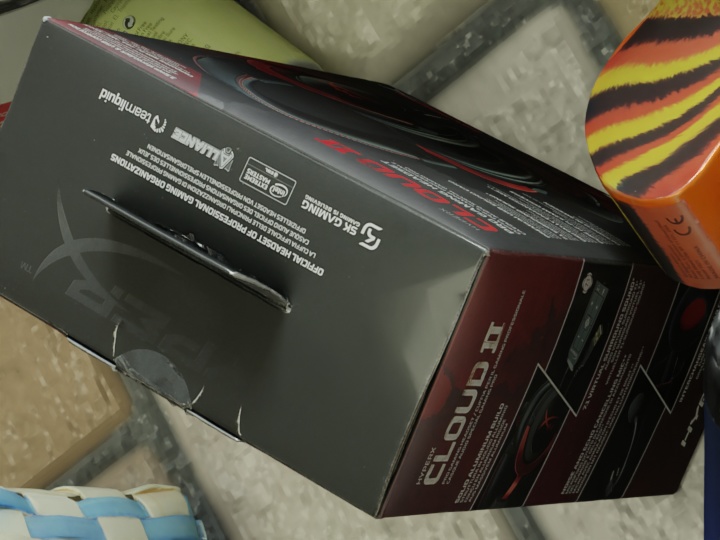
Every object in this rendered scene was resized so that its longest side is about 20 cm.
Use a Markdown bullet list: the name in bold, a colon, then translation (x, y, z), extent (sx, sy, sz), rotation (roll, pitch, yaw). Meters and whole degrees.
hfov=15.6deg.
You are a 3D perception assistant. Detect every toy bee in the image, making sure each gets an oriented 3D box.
- **toy bee**: translation (0.126, -0.082, 0.707), extent (0.109, 0.199, 0.132), rotation (29, 141, 55)

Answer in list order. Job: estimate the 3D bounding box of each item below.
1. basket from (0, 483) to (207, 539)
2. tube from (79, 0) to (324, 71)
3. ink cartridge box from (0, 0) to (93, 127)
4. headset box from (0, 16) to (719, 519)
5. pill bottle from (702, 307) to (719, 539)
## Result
- **basket**: translation (-0.102, 0.168, 0.784), extent (0.139, 0.176, 0.201), rotation (-37, 56, 39)
- **tube**: translation (-0.093, -0.094, 0.859), extent (0.200, 0.052, 0.058), rotation (36, 74, 31)
- **ink cartridge box**: translation (-0.142, -0.134, 0.799), extent (0.145, 0.083, 0.200), rotation (60, 142, 16)
- **headset box**: translation (0.000, 0.000, 0.709), extent (0.148, 0.200, 0.075), rotation (28, 102, 29)
- **pill bottle**: translation (0.139, 0.059, 0.638), extent (0.111, 0.112, 0.201), rotation (12, 117, 30)
